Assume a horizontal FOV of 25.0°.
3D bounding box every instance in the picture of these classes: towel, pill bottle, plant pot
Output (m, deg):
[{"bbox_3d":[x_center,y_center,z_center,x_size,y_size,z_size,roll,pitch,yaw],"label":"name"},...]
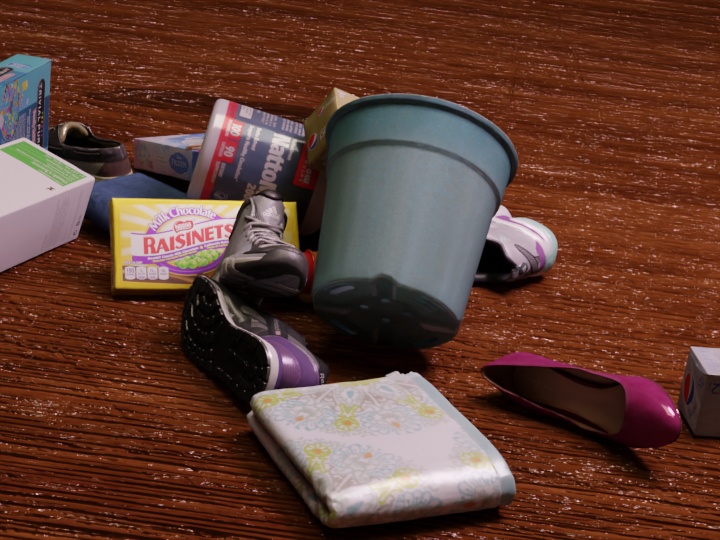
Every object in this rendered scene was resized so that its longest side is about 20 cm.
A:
[{"bbox_3d":[-0.222,-0.051,1.808,0.112,0.049,0.200,-16,32,-43],"label":"towel"},{"bbox_3d":[0.013,0.153,1.381,0.171,0.048,0.200,-7,26,-24],"label":"towel"},{"bbox_3d":[-0.082,-0.106,1.803,0.200,0.120,0.120,17,21,-7],"label":"pill bottle"},{"bbox_3d":[0.042,-0.040,1.610,0.200,0.200,0.196,10,63,8],"label":"plant pot"}]

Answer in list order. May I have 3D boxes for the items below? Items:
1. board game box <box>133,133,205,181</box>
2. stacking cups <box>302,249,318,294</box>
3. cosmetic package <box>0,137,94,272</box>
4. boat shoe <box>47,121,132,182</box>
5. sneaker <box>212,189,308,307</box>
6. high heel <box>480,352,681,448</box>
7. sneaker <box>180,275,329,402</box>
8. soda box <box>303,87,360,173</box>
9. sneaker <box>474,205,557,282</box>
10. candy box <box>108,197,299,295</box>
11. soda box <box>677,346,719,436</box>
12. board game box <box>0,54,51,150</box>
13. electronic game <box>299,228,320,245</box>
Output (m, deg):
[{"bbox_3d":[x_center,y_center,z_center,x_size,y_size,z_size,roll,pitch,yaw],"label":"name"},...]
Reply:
[{"bbox_3d":[-0.150,-0.144,2.013,0.200,0.043,0.199,-8,12,-33],"label":"board game box"},{"bbox_3d":[0.000,0.000,1.710,0.200,0.061,0.061,5,21,-19],"label":"stacking cups"},{"bbox_3d":[-0.386,-0.064,1.716,0.108,0.085,0.200,29,26,14],"label":"cosmetic package"},{"bbox_3d":[-0.355,-0.153,1.995,0.200,0.065,0.073,19,26,29],"label":"boat shoe"},{"bbox_3d":[-0.097,-0.032,1.601,0.075,0.116,0.200,22,-17,-20],"label":"sneaker"},{"bbox_3d":[0.199,0.121,1.483,0.096,0.067,0.200,4,5,-33],"label":"high heel"},{"bbox_3d":[-0.101,0.072,1.536,0.088,0.076,0.200,10,20,-35],"label":"sneaker"},{"bbox_3d":[0.038,-0.125,1.762,0.200,0.064,0.068,19,44,-31],"label":"soda box"},{"bbox_3d":[0.110,-0.039,1.840,0.200,0.078,0.140,20,25,31],"label":"sneaker"},{"bbox_3d":[-0.162,-0.025,1.704,0.200,0.102,0.026,0,-21,-17],"label":"candy box"},{"bbox_3d":[0.410,0.121,1.547,0.200,0.068,0.063,4,23,-7],"label":"soda box"},{"bbox_3d":[-0.418,-0.151,1.857,0.047,0.151,0.200,11,22,10],"label":"board game box"},{"bbox_3d":[-0.051,-0.077,1.933,0.200,0.042,0.200,6,21,-2],"label":"electronic game"}]
